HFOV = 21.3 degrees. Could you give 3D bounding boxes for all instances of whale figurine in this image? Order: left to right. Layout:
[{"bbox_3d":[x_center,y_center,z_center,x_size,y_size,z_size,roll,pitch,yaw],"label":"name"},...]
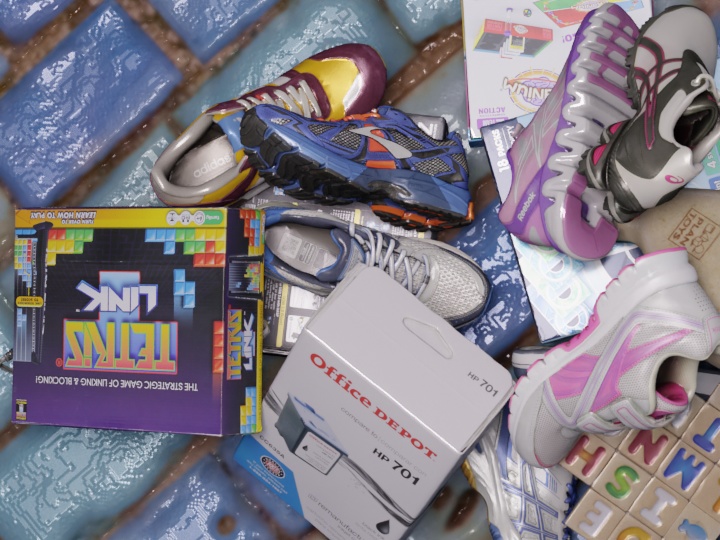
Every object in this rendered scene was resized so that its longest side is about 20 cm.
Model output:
[{"bbox_3d":[0.260,-0.004,1.375,0.200,0.104,0.159,36,90,31],"label":"whale figurine"}]

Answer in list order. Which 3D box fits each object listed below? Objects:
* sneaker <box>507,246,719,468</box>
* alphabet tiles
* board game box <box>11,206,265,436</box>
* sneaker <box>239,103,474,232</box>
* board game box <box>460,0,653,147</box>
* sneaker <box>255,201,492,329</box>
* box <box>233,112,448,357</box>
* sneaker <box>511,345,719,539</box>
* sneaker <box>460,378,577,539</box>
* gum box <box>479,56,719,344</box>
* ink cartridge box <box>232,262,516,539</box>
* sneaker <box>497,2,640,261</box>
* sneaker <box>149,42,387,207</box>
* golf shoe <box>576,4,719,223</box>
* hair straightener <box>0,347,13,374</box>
[{"bbox_3d":[0.177,0.079,1.322,0.088,0.081,0.200,54,128,24],"label":"sneaker"},{"bbox_3d":[0.250,0.155,1.402,0.200,0.008,0.167,35,95,-6],"label":"alphabet tiles"},{"bbox_3d":[-0.168,0.036,1.426,0.199,0.057,0.166,0,88,31],"label":"board game box"},{"bbox_3d":[-0.002,-0.088,1.422,0.199,0.075,0.079,18,69,-32],"label":"sneaker"},{"bbox_3d":[0.153,-0.202,1.500,0.152,0.040,0.201,-3,85,5],"label":"board game box"},{"bbox_3d":[0.000,0.000,1.429,0.199,0.085,0.077,14,88,5],"label":"sneaker"},{"bbox_3d":[-0.021,-0.029,1.500,0.160,0.049,0.201,5,86,8],"label":"box"},{"bbox_3d":[0.200,0.135,1.435,0.201,0.077,0.147,12,88,-12],"label":"sneaker"},{"bbox_3d":[0.137,0.178,1.456,0.088,0.075,0.201,-24,85,3],"label":"sneaker"},{"bbox_3d":[0.208,-0.052,1.442,0.199,0.045,0.171,-16,85,4],"label":"gum box"},{"bbox_3d":[0.006,0.111,1.409,0.146,0.200,0.086,38,54,7],"label":"ink cartridge box"},{"bbox_3d":[0.150,-0.101,1.393,0.088,0.080,0.201,-4,63,47],"label":"sneaker"},{"bbox_3d":[-0.067,-0.106,1.443,0.200,0.090,0.075,-36,81,3],"label":"sneaker"},{"bbox_3d":[0.227,-0.116,1.347,0.077,0.088,0.200,45,50,-25],"label":"golf shoe"},{"bbox_3d":[-0.194,0.070,1.495,0.199,0.041,0.077,-9,81,18],"label":"hair straightener"}]
